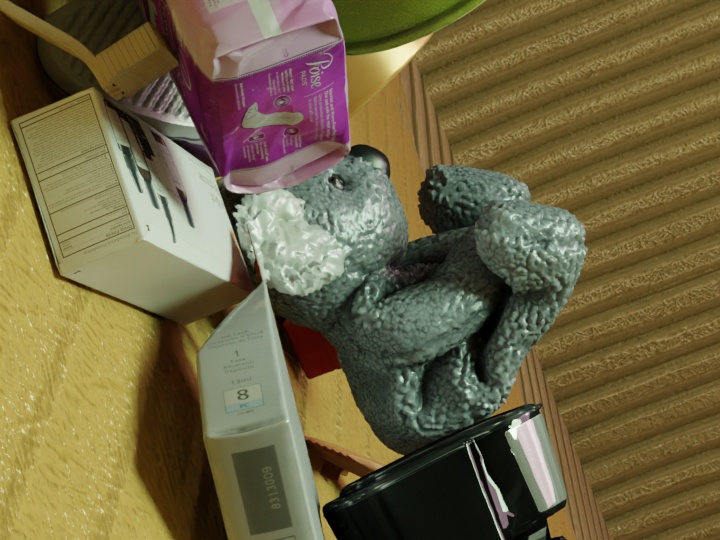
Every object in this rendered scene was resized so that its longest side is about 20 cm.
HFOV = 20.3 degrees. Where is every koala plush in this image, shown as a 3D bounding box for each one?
[{"bbox_3d":[0.000,0.000,1.218,0.199,0.185,0.177,26,5,-17],"label":"koala plush"}]

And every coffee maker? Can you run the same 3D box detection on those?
[{"bbox_3d":[0.060,0.198,1.117,0.135,0.191,0.201,-35,-98,54],"label":"coffee maker"}]

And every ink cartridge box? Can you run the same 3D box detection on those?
[{"bbox_3d":[-0.053,0.092,1.063,0.200,0.047,0.161,-106,-176,-59],"label":"ink cartridge box"}]

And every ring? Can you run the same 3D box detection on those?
[{"bbox_3d":[0.049,0.156,1.319,0.019,0.199,0.200,-67,166,-3],"label":"ring"}]

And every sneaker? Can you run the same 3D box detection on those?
[{"bbox_3d":[-0.115,-0.090,1.125,0.200,0.114,0.073,13,65,-41],"label":"sneaker"}]

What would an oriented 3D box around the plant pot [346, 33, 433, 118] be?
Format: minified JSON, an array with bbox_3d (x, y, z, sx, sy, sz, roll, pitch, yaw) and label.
[{"bbox_3d":[-0.058,-0.174,1.332,0.140,0.200,0.200,48,15,-17],"label":"plant pot"}]

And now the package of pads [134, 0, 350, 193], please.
[{"bbox_3d":[-0.073,-0.148,1.006,0.121,0.075,0.201,86,-19,-58],"label":"package of pads"}]

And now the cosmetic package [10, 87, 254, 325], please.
[{"bbox_3d":[-0.112,-0.028,1.043,0.200,0.050,0.083,33,38,-76],"label":"cosmetic package"}]

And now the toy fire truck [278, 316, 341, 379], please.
[{"bbox_3d":[0.015,0.019,1.424,0.200,0.140,0.049,-85,152,-71],"label":"toy fire truck"}]

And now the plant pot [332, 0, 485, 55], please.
[{"bbox_3d":[-0.010,-0.259,1.108,0.193,0.200,0.201,49,19,-36],"label":"plant pot"}]

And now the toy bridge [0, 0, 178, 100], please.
[{"bbox_3d":[-0.163,-0.167,0.982,0.201,0.067,0.027,60,6,17],"label":"toy bridge"}]
